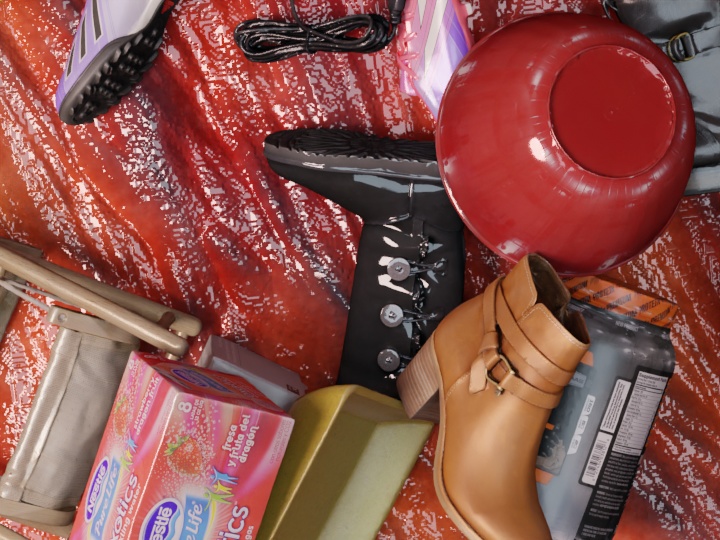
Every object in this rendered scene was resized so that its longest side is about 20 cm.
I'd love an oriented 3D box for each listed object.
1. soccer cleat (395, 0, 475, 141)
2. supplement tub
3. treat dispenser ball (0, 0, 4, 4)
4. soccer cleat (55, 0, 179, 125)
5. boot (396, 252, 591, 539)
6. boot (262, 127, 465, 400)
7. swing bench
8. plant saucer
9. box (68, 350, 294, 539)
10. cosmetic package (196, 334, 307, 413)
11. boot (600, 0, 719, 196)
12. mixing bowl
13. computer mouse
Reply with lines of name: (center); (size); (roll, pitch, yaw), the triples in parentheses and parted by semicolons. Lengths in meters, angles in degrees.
soccer cleat: (0.051, -0.178, 1.524); (0.076, 0.067, 0.201); (-21, 101, 3)
supplement tub: (0.164, 0.104, 1.535); (0.122, 0.123, 0.201); (19, 94, -7)
treat dispenser ball: (-0.317, -0.265, 1.411); (0.199, 0.201, 0.203); (-1, 97, -5)
soccer cleat: (-0.177, -0.202, 1.507); (0.073, 0.068, 0.201); (36, 97, 16)
boot: (0.115, 0.102, 1.438); (0.155, 0.073, 0.201); (-45, 61, 29)
boot: (0.001, 0.000, 1.538); (0.164, 0.066, 0.201); (8, 112, 11)
swing bench: (-0.249, 0.095, 1.500); (0.199, 0.130, 0.200); (24, 95, -2)
plant saucer: (-0.036, 0.174, 1.503); (0.048, 0.200, 0.201); (28, 90, 23)
box: (-0.134, 0.170, 1.407); (0.094, 0.103, 0.201); (16, 98, -28)
cosmetic package: (-0.118, 0.159, 1.527); (0.090, 0.107, 0.201); (22, 93, -8)
boot: (0.295, -0.156, 1.542); (0.198, 0.069, 0.175); (-12, 98, -1)
mixing bowl: (0.164, -0.101, 1.448); (0.199, 0.108, 0.202); (2, 82, -13)
computer mouse: (-0.033, -0.253, 1.494); (0.139, 0.046, 0.202); (3, 97, 16)
